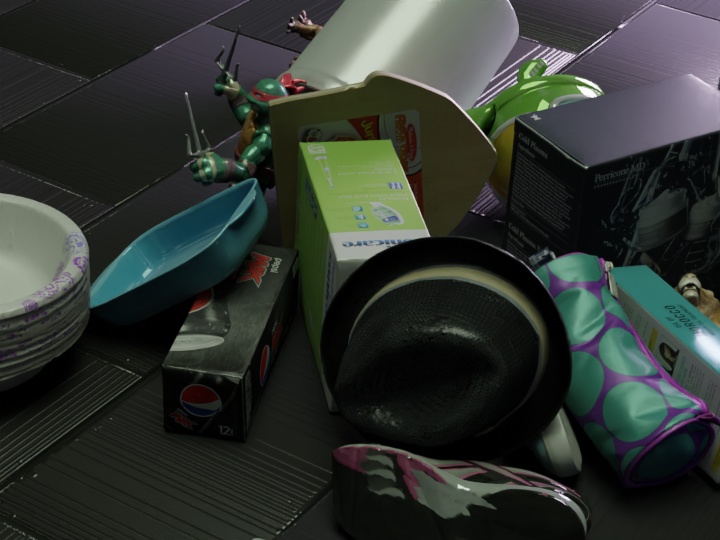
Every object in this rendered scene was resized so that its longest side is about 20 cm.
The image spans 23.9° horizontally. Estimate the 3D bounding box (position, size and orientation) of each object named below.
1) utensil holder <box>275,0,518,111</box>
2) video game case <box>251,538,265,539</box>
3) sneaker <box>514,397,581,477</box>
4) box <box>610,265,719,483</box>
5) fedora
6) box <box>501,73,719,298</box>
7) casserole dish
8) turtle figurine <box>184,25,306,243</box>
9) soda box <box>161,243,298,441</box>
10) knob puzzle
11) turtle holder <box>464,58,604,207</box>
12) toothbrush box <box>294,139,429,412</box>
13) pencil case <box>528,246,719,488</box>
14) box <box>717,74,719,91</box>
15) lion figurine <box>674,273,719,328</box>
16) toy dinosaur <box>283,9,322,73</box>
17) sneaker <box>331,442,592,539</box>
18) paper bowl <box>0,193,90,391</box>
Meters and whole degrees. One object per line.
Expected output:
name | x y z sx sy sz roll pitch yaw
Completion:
utensil holder | 0.036 -0.194 1.634 0.170 0.170 0.200 25 68 31
video game case | -0.013 0.261 1.111 0.199 0.023 0.182 12 33 15
sneaker | 0.111 0.101 1.352 0.082 0.074 0.200 -30 40 4
box | 0.257 0.080 1.364 0.049 0.082 0.200 -5 32 -28
fedora | 0.051 0.072 1.249 0.200 0.201 0.092 13 20 16
box | 0.233 -0.054 1.485 0.200 0.183 0.104 -17 36 -27
casserole dish | -0.152 -0.010 1.435 0.200 0.039 0.121 -23 23 37
turtle figurine | -0.105 -0.106 1.520 0.100 0.200 0.150 12 30 4
soda box | -0.104 0.053 1.398 0.071 0.063 0.200 8 32 8
knob puzzle | 0.022 -0.091 1.512 0.219 0.220 0.030 -4 32 -11
turtle holder | 0.176 -0.115 1.602 0.141 0.185 0.132 -36 51 15
toothbrush box | 0.000 0.000 1.414 0.086 0.146 0.200 -2 31 -9
pencil case | 0.197 0.074 1.332 0.085 0.092 0.200 32 22 -50
box | 0.441 -0.122 1.595 0.199 0.200 0.131 22 36 27
lion figurine | 0.346 0.070 1.419 0.200 0.073 0.123 17 24 -4
toy dinosaur | -0.019 -0.215 1.828 0.135 0.086 0.200 19 18 7
sneaker | 0.075 0.172 1.232 0.200 0.081 0.086 15 11 21
paper bowl | -0.320 0.026 1.384 0.200 0.105 0.201 2 31 -1
